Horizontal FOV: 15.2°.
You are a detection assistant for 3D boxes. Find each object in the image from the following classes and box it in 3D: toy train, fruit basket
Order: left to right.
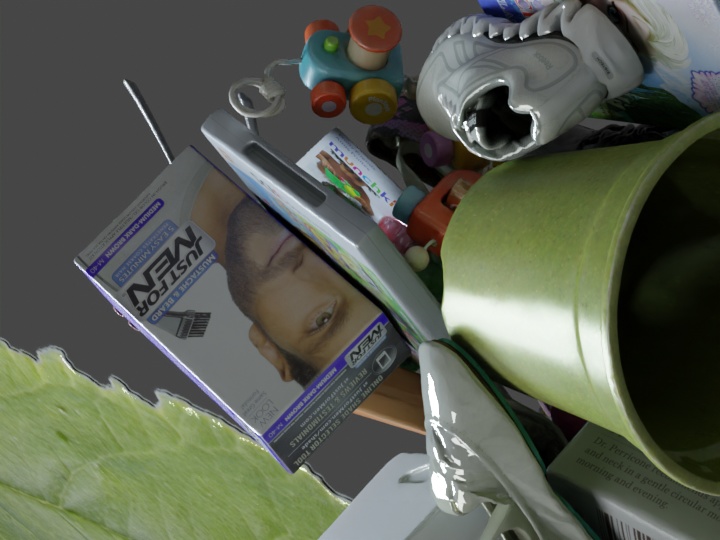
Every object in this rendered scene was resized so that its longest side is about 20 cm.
[{"bbox_3d":[0.020,-0.005,1.822,0.185,0.094,0.200,45,168,-4],"label":"fruit basket"},{"bbox_3d":[0.026,-0.090,1.641,0.200,0.150,0.056,37,135,14],"label":"toy train"}]

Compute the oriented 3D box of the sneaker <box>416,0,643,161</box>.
[{"bbox_3d":[0.075,-0.098,1.519,0.075,0.081,0.200,48,159,-13],"label":"sneaker"}]

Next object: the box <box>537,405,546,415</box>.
[{"bbox_3d":[0.167,0.074,1.754,0.070,0.064,0.200,29,157,3],"label":"box"}]

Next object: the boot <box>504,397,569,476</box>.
[{"bbox_3d":[0.117,0.159,1.684,0.181,0.073,0.200,30,153,2],"label":"boot"}]

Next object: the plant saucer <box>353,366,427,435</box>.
[{"bbox_3d":[-0.003,0.075,1.788,0.199,0.038,0.200,17,176,1],"label":"plant saucer"}]

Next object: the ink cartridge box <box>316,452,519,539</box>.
[{"bbox_3d":[0.080,0.211,1.623,0.200,0.084,0.146,51,160,-10],"label":"ink cartridge box"}]

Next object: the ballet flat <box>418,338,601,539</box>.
[{"bbox_3d":[0.080,0.130,1.506,0.200,0.069,0.069,54,154,-20],"label":"ballet flat"}]

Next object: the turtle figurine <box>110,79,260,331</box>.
[{"bbox_3d":[-0.085,-0.032,1.992,0.144,0.201,0.194,-17,140,39],"label":"turtle figurine"}]

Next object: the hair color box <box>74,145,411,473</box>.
[{"bbox_3d":[-0.076,0.022,1.696,0.200,0.109,0.065,40,172,32],"label":"hair color box"}]

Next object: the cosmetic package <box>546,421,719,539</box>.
[{"bbox_3d":[0.240,0.130,1.582,0.165,0.200,0.165,28,151,34],"label":"cosmetic package"}]

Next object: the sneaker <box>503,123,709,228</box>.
[{"bbox_3d":[0.170,-0.061,1.562,0.199,0.075,0.080,21,135,30],"label":"sneaker"}]

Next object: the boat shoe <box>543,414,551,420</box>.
[{"bbox_3d":[0.119,0.152,1.811,0.074,0.060,0.200,30,158,0],"label":"boat shoe"}]

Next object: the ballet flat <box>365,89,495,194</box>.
[{"bbox_3d":[0.086,-0.040,1.708,0.200,0.071,0.069,36,154,16],"label":"ballet flat"}]

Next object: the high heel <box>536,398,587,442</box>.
[{"bbox_3d":[0.175,0.138,1.675,0.200,0.067,0.096,47,178,-30],"label":"high heel"}]

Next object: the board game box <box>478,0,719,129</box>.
[{"bbox_3d":[0.131,-0.165,1.466,0.199,0.041,0.200,11,141,51],"label":"board game box"}]

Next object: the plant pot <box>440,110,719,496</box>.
[{"bbox_3d":[0.147,0.009,1.454,0.184,0.200,0.201,8,138,53],"label":"plant pot"}]

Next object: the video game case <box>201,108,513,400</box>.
[{"bbox_3d":[0.000,0.000,1.669,0.182,0.022,0.200,38,170,47],"label":"video game case"}]
